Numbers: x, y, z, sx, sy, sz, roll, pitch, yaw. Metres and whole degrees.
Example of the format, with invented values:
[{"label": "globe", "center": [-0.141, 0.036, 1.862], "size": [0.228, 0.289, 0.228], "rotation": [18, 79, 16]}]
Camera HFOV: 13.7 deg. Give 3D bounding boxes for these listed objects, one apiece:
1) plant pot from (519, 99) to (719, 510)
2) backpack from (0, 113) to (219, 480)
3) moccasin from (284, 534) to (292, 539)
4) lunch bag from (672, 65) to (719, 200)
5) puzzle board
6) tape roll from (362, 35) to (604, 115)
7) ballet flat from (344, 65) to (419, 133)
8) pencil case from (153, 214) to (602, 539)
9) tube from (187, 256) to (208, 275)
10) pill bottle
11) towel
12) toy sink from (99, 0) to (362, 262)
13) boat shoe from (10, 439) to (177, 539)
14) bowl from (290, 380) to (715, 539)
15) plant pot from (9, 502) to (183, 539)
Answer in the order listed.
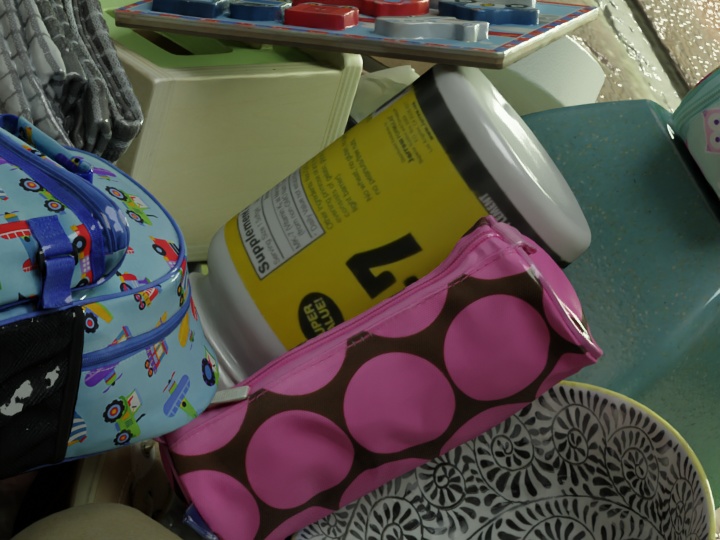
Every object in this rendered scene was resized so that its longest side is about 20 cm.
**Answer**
[{"label": "plant pot", "center": [0.117, 0.025, 1.528], "size": [0.196, 0.200, 0.197], "rotation": [26, 32, -55]}, {"label": "backpack", "center": [-0.157, 0.004, 1.263], "size": [0.199, 0.135, 0.182], "rotation": [-13, 35, -37]}, {"label": "moccasin", "center": [-0.042, 0.148, 1.406], "size": [0.081, 0.068, 0.200], "rotation": [50, 36, 13]}, {"label": "lunch bag", "center": [0.248, -0.088, 1.479], "size": [0.077, 0.160, 0.200], "rotation": [57, 18, 13]}, {"label": "puzzle board", "center": [0.000, -0.129, 1.470], "size": [0.199, 0.017, 0.151], "rotation": [8, 17, 20]}, {"label": "tape roll", "center": [0.041, -0.133, 1.706], "size": [0.202, 0.037, 0.203], "rotation": [23, -6, 3]}, {"label": "ballet flat", "center": [0.033, -0.078, 1.721], "size": [0.199, 0.069, 0.068], "rotation": [20, 25, -28]}, {"label": "pencil case", "center": [0.004, 0.049, 1.337], "size": [0.094, 0.199, 0.091], "rotation": [58, 2, -31]}, {"label": "tube", "center": [-0.016, 0.054, 1.554], "size": [0.199, 0.052, 0.058], "rotation": [29, 72, -25]}, {"label": "pill bottle", "center": [0.000, 0.000, 1.427], "size": [0.114, 0.200, 0.114], "rotation": [50, 12, -15]}, {"label": "towel", "center": [-0.189, -0.085, 1.439], "size": [0.085, 0.166, 0.201], "rotation": [8, 46, -43]}, {"label": "toy sink", "center": [-0.084, -0.084, 1.543], "size": [0.199, 0.113, 0.130], "rotation": [-5, 30, -46]}, {"label": "boat shoe", "center": [-0.113, 0.095, 1.398], "size": [0.065, 0.072, 0.200], "rotation": [31, 30, -14]}, {"label": "bowl", "center": [0.071, 0.155, 1.352], "size": [0.201, 0.200, 0.094], "rotation": [-96, 168, -44]}, {"label": "plant pot", "center": [-0.085, 0.198, 1.238], "size": [0.187, 0.188, 0.200], "rotation": [3, 38, -41]}]
